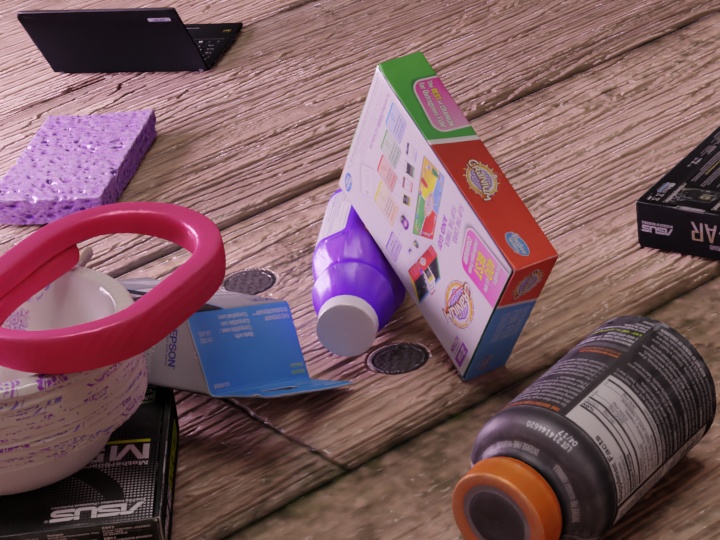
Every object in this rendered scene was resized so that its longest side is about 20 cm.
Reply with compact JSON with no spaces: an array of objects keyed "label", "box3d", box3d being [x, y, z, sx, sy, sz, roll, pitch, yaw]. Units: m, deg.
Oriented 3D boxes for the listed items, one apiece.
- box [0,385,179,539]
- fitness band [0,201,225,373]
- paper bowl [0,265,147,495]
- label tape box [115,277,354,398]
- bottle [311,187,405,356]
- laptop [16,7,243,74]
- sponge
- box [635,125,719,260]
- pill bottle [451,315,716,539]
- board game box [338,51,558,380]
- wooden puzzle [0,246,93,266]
[{"label":"box","box3d":[-0.231,0.151,1.502,0.200,0.048,0.193,-6,24,2]},{"label":"fitness band","box3d":[-0.178,0.008,1.456,0.144,0.037,0.200,9,31,27]},{"label":"paper bowl","box3d":[-0.248,0.082,1.479,0.200,0.104,0.201,-5,25,3]},{"label":"label tape box","box3d":[-0.122,0.050,1.600,0.200,0.066,0.143,6,6,29]},{"label":"bottle","box3d":[0.000,0.000,1.698,0.065,0.084,0.200,-23,23,18]},{"label":"laptop","box3d":[-0.241,-0.265,2.256,0.177,0.103,0.200,1,28,15]},{"label":"sponge","box3d":[-0.271,-0.100,2.023,0.111,0.030,0.200,-1,28,11]},{"label":"box","box3d":[0.347,-0.069,1.789,0.160,0.044,0.200,11,32,32]},{"label":"pill bottle","box3d":[0.144,0.117,1.409,0.106,0.106,0.200,14,34,36]},{"label":"board game box","box3d":[0.061,-0.040,1.595,0.040,0.153,0.200,-20,64,-25]},{"label":"wooden puzzle","box3d":[-0.340,0.037,1.773,0.200,0.037,0.185,-3,27,18]}]
